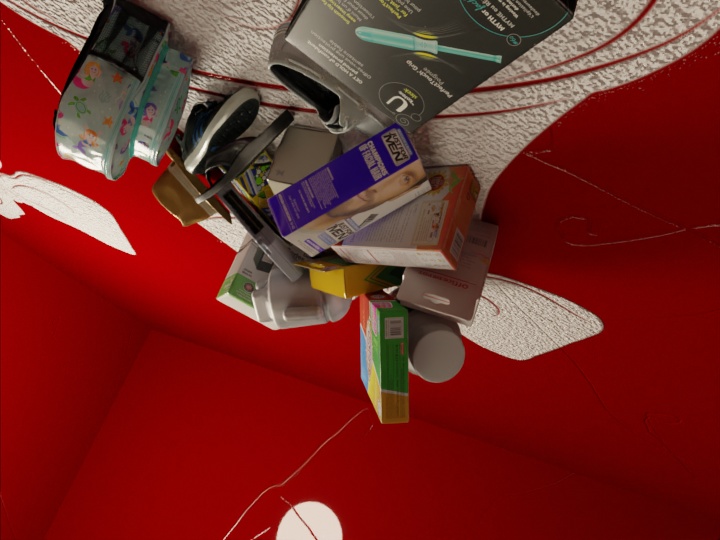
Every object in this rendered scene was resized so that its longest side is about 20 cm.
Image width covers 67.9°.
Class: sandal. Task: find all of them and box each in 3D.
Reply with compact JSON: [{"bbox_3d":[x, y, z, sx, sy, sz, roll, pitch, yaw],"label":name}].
[{"bbox_3d":[-0.180,-0.174,0.788,0.199,0.076,0.048,-38,106,20],"label":"sandal"}]

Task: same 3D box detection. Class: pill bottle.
[{"bbox_3d":[0.099,0.101,0.865,0.109,0.112,0.200,27,-172,-14],"label":"pill bottle"}]

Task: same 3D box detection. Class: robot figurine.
[{"bbox_3d":[-0.099,0.044,0.997,0.195,0.171,0.115,-8,119,4],"label":"robot figurine"}]

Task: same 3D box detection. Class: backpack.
[{"bbox_3d":[-0.318,-0.224,0.715,0.149,0.203,0.177,28,157,-18],"label":"backpack"}]

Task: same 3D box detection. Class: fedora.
[{"bbox_3d":[-0.323,-0.138,0.987,0.201,0.082,0.201,47,174,7],"label":"fedora"}]

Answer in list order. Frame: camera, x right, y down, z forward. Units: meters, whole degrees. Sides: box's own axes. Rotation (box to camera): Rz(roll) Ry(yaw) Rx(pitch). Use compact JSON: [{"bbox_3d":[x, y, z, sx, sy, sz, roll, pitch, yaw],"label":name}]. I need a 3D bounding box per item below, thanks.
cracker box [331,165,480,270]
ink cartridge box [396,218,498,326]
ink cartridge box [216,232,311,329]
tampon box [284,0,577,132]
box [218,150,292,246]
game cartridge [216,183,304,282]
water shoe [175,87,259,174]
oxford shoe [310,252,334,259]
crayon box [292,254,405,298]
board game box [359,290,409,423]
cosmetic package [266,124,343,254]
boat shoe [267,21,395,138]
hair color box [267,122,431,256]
[{"bbox_3d":[0.062,-0.077,0.780,0.197,0.136,0.058,5,155,38],"label":"cracker box"},{"bbox_3d":[0.130,0.005,0.803,0.115,0.202,0.068,17,139,12],"label":"ink cartridge box"},{"bbox_3d":[-0.185,-0.002,1.109,0.144,0.203,0.084,30,155,-23],"label":"ink cartridge box"},{"bbox_3d":[0.056,-0.235,0.423,0.148,0.128,0.199,31,158,-21],"label":"tampon box"},{"bbox_3d":[-0.159,-0.132,0.937,0.064,0.070,0.201,37,169,35],"label":"box"},{"bbox_3d":[-0.177,-0.069,0.948,0.200,0.042,0.133,45,178,33],"label":"game cartridge"},{"bbox_3d":[-0.226,-0.222,0.801,0.199,0.071,0.080,-33,86,42],"label":"water shoe"},{"bbox_3d":[-0.024,-0.004,1.108,0.198,0.086,0.072,29,156,-21],"label":"oxford shoe"},{"bbox_3d":[0.000,0.000,0.897,0.197,0.053,0.125,-12,-167,-30],"label":"crayon box"},{"bbox_3d":[0.032,0.118,0.807,0.039,0.157,0.200,-2,-174,-8],"label":"board game box"},{"bbox_3d":[-0.067,-0.121,0.850,0.086,0.105,0.201,12,158,16],"label":"cosmetic package"},{"bbox_3d":[-0.031,-0.206,0.650,0.199,0.073,0.069,33,156,-32],"label":"boat shoe"},{"bbox_3d":[-0.010,-0.101,0.709,0.198,0.066,0.109,-30,162,8],"label":"hair color box"}]
